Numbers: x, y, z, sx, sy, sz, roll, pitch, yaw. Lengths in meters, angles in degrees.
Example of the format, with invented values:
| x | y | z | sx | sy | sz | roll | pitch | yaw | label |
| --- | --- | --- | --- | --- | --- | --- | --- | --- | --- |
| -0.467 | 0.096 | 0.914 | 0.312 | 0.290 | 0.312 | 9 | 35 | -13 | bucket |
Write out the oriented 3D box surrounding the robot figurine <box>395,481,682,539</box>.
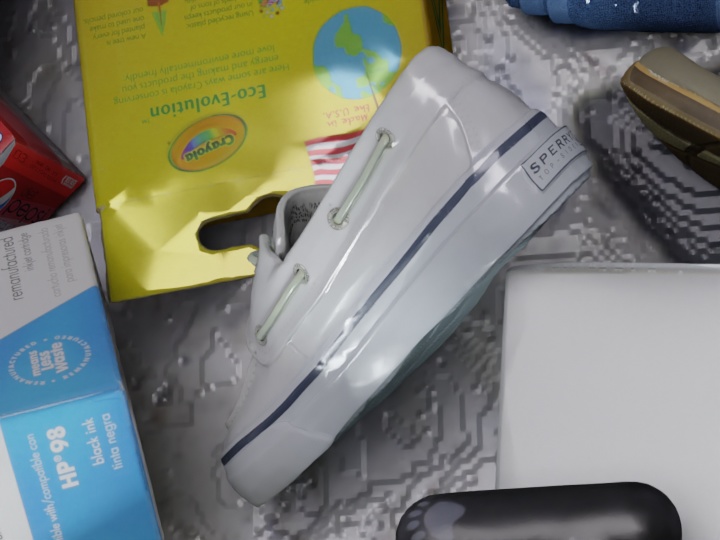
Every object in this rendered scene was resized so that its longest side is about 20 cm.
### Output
| x | y | z | sx | sy | sz | roll | pitch | yaw | label |
| --- | --- | --- | --- | --- | --- | --- | --- | --- | --- |
| 0.043 | 0.143 | 0.664 | 0.199 | 0.125 | 0.151 | -9 | 101 | 15 | robot figurine |

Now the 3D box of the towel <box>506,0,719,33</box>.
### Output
| x | y | z | sx | sy | sz | roll | pitch | yaw | label |
| --- | --- | --- | --- | --- | --- | --- | --- | --- | --- |
| 0.148 | -0.132 | 0.849 | 0.199 | 0.049 | 0.112 | 5 | 81 | 16 | towel |

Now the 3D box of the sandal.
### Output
| x | y | z | sx | sy | sz | roll | pitch | yaw | label |
| --- | --- | --- | --- | --- | --- | --- | --- | --- | --- |
| 0.175 | -0.027 | 0.810 | 0.200 | 0.080 | 0.054 | 32 | 80 | 23 | sandal |

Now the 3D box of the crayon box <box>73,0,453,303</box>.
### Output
| x | y | z | sx | sy | sz | roll | pitch | yaw | label |
| --- | --- | --- | --- | --- | --- | --- | --- | --- | --- |
| -0.035 | -0.091 | 0.889 | 0.126 | 0.051 | 0.201 | -10 | 76 | 13 | crayon box |

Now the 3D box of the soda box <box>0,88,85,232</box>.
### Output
| x | y | z | sx | sy | sz | roll | pitch | yaw | label |
| --- | --- | --- | --- | --- | --- | --- | --- | --- | --- |
| -0.193 | -0.083 | 0.920 | 0.063 | 0.070 | 0.200 | -46 | 72 | 4 | soda box |

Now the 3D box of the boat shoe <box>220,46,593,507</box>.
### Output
| x | y | z | sx | sy | sz | roll | pitch | yaw | label |
| --- | --- | --- | --- | --- | --- | --- | --- | --- | --- |
| 0.000 | 0.000 | 0.808 | 0.067 | 0.074 | 0.200 | 46 | 133 | 5 | boat shoe |

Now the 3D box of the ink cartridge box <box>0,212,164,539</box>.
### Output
| x | y | z | sx | sy | sz | roll | pitch | yaw | label |
| --- | --- | --- | --- | --- | --- | --- | --- | --- | --- |
| -0.172 | 0.058 | 0.822 | 0.199 | 0.067 | 0.116 | -15 | 32 | -6 | ink cartridge box |

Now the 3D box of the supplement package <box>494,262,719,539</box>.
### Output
| x | y | z | sx | sy | sz | roll | pitch | yaw | label |
| --- | --- | --- | --- | --- | --- | --- | --- | --- | --- |
| 0.106 | 0.105 | 0.777 | 0.117 | 0.117 | 0.201 | 0 | 80 | 16 | supplement package |
